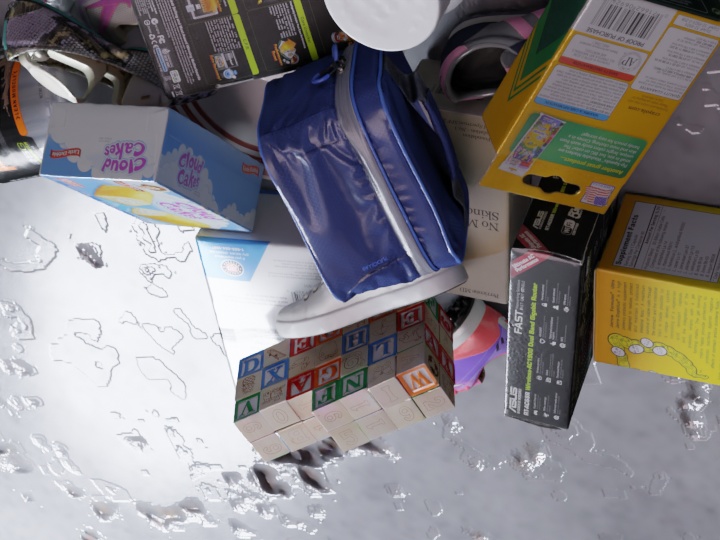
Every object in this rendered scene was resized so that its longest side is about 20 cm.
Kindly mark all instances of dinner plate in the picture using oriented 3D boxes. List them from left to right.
[{"bbox_3d":[-0.092,-0.166,1.656,0.199,0.024,0.201,13,132,15],"label":"dinner plate"}]

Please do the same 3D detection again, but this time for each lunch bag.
[{"bbox_3d":[0.010,-0.091,1.489,0.131,0.136,0.201,-19,121,15],"label":"lunch bag"}]

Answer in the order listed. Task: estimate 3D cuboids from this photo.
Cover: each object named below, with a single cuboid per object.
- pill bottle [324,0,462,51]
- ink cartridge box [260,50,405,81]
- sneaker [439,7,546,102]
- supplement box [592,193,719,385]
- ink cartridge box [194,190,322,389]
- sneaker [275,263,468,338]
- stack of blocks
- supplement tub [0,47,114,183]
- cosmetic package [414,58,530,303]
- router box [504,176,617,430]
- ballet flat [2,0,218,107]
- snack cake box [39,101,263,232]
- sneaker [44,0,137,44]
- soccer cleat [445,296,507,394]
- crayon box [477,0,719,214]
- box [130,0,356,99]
[{"bbox_3d":[0.047,-0.257,1.385,0.109,0.201,0.110,13,133,14],"label":"pill bottle"},{"bbox_3d":[-0.051,-0.232,1.552,0.199,0.050,0.162,18,123,-11],"label":"ink cartridge box"},{"bbox_3d":[0.154,-0.176,1.487,0.199,0.082,0.070,-15,122,29],"label":"sneaker"},{"bbox_3d":[0.305,0.022,1.572,0.198,0.109,0.110,11,132,18],"label":"supplement box"},{"bbox_3d":[-0.060,0.029,1.768,0.144,0.084,0.201,4,130,19],"label":"ink cartridge box"},{"bbox_3d":[0.000,0.000,1.635,0.199,0.073,0.085,-21,94,32],"label":"sneaker"},{"bbox_3d":[-0.016,0.102,1.677,0.199,0.116,0.059,-23,125,19],"label":"stack of blocks"},{"bbox_3d":[-0.317,-0.145,1.712,0.199,0.123,0.123,-9,125,31],"label":"supplement tub"},{"bbox_3d":[0.092,-0.076,1.614,0.103,0.073,0.201,11,131,18],"label":"cosmetic package"},{"bbox_3d":[0.173,0.013,1.598,0.062,0.150,0.201,12,132,15],"label":"router box"},{"bbox_3d":[-0.220,-0.169,1.609,0.199,0.072,0.072,21,139,-24],"label":"ballet flat"},{"bbox_3d":[-0.178,-0.089,1.627,0.114,0.068,0.200,6,171,23],"label":"snack cake box"},{"bbox_3d":[-0.188,-0.265,1.583,0.088,0.082,0.200,38,142,-12],"label":"sneaker"},{"bbox_3d":[0.076,0.100,1.782,0.073,0.068,0.200,34,133,-11],"label":"soccer cleat"},{"bbox_3d":[0.182,-0.144,1.452,0.125,0.052,0.201,11,129,-25],"label":"crayon box"},{"bbox_3d":[-0.096,-0.251,1.489,0.192,0.048,0.201,-14,121,9],"label":"box"}]
